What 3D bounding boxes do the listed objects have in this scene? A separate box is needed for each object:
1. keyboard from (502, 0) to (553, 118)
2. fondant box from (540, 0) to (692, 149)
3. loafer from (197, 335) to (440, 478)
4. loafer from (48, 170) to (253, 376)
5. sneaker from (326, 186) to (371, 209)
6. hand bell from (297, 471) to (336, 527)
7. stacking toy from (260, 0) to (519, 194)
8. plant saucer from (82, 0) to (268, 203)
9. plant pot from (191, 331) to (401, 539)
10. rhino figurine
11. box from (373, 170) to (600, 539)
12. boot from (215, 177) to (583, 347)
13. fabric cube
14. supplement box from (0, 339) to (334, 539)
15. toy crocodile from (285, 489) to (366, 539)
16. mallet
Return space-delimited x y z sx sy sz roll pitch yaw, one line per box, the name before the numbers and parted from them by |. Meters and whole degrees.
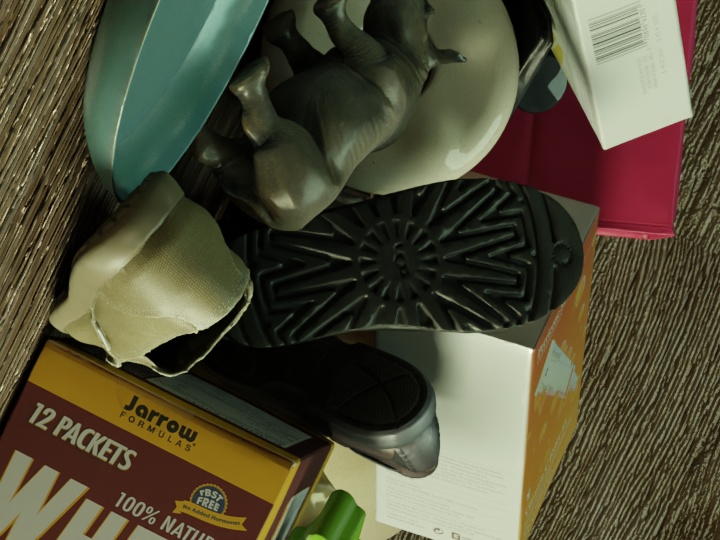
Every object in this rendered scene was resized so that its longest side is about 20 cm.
keyboard | 0.066 -0.178 1.223 0.104 0.040 0.200 -55 -136 43
fondant box | 0.116 -0.188 1.154 0.144 0.058 0.200 69 0 -51
loafer | -0.034 0.062 1.182 0.072 0.200 0.063 -44 139 -22
loafer | -0.091 0.014 0.919 0.076 0.067 0.200 -45 179 -9
sneaker | -0.036 -0.033 1.343 0.200 0.075 0.082 -46 160 -75
hand bell | -0.015 0.165 1.167 0.104 0.200 0.104 -22 134 -25
stacking toy | -0.001 -0.107 1.210 0.146 0.146 0.200 -63 -170 -10
plant saucer | -0.069 -0.124 0.878 0.200 0.027 0.200 -64 175 -10
plant pot | -0.044 0.072 1.337 0.188 0.187 0.200 -63 161 -15
rhino figurine | -0.010 -0.095 1.046 0.060 0.088 0.200 -10 -153 46
box | 0.074 0.059 1.242 0.200 0.097 0.125 89 23 -46
boot | -0.001 -0.003 1.112 0.158 0.211 0.080 171 -85 -77
fabric cube | 0.114 -0.128 1.373 0.196 0.199 0.200 -22 117 -87
supplement box | -0.122 0.151 1.053 0.198 0.133 0.200 -64 175 0
toy crocodile | -0.035 0.189 1.087 0.200 0.062 0.068 104 12 -45
mallet | 0.045 -0.064 1.239 0.200 0.041 0.066 -49 -150 -1
